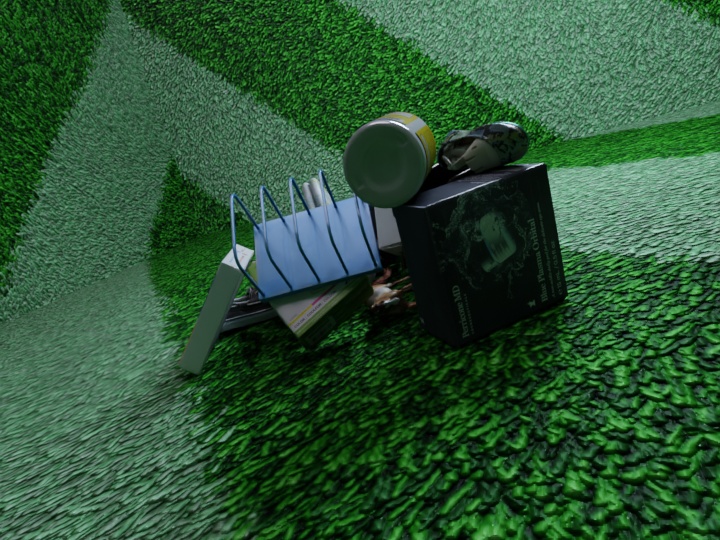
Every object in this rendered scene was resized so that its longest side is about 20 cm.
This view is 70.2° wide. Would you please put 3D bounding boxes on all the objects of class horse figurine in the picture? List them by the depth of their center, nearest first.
[{"bbox_3d":[0.056,0.043,0.907,0.131,0.051,0.200,-20,14,-15],"label":"horse figurine"}]

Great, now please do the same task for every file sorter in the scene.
[{"bbox_3d":[-0.083,-0.061,0.771,0.196,0.141,0.123,-14,-29,5],"label":"file sorter"}]

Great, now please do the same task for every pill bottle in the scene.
[{"bbox_3d":[0.052,-0.170,0.751,0.112,0.116,0.200,-12,17,19],"label":"pill bottle"}]

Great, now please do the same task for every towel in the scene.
[{"bbox_3d":[-0.046,-0.080,1.017,0.048,0.171,0.201,-36,35,9],"label":"towel"}]

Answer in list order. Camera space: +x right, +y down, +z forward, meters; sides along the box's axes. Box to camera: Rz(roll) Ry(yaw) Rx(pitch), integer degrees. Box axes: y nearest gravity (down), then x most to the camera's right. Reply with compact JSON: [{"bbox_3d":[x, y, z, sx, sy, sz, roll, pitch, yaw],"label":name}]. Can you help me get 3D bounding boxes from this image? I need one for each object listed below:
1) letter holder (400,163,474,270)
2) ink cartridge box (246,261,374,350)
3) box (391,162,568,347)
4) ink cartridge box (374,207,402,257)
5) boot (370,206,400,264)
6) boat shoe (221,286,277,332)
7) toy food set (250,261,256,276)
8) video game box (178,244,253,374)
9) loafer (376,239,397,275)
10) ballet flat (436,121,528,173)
[{"bbox_3d":[0.156,-0.081,0.910,0.100,0.203,0.141,34,45,31],"label":"letter holder"},{"bbox_3d":[-0.097,0.006,0.852,0.147,0.200,0.076,-41,-25,-8],"label":"ink cartridge box"},{"bbox_3d":[0.171,-0.028,0.734,0.197,0.200,0.117,-20,15,-16],"label":"box"},{"bbox_3d":[0.108,-0.105,1.063,0.082,0.150,0.199,-13,-14,28],"label":"ink cartridge box"},{"bbox_3d":[0.058,-0.083,1.144,0.095,0.202,0.075,-12,46,-24],"label":"boot"},{"bbox_3d":[-0.225,0.070,1.089,0.197,0.072,0.072,-19,12,-24],"label":"boat shoe"},{"bbox_3d":[-0.143,0.016,1.078,0.141,0.062,0.200,11,6,-24],"label":"toy food set"},{"bbox_3d":[-0.261,0.062,0.945,0.046,0.203,0.182,24,8,-8],"label":"video game box"},{"bbox_3d":[0.000,0.000,1.103,0.198,0.072,0.063,-27,26,22],"label":"loafer"},{"bbox_3d":[0.175,-0.176,0.774,0.073,0.076,0.200,-19,13,-13],"label":"ballet flat"}]
